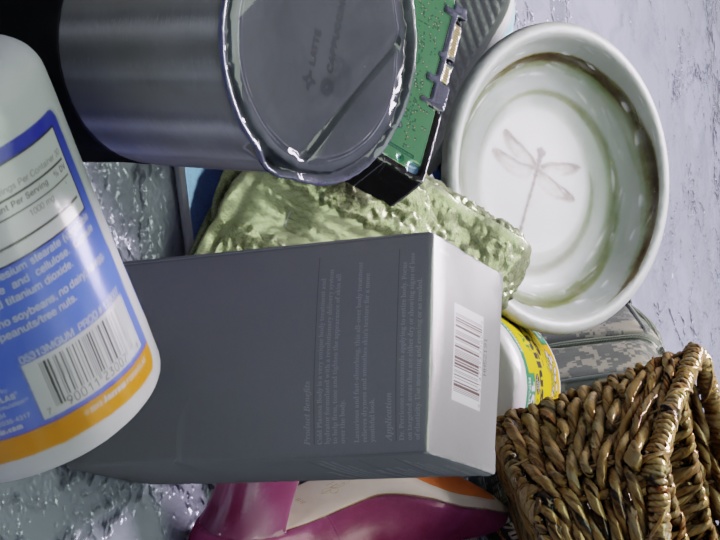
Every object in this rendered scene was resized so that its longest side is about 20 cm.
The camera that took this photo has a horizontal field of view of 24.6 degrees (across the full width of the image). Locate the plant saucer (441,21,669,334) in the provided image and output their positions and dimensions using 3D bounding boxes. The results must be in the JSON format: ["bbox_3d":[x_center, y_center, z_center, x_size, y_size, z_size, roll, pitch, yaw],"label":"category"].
[{"bbox_3d":[0.118,-0.059,1.078,0.199,0.050,0.201,0,89,-37],"label":"plant saucer"}]

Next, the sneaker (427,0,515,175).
[{"bbox_3d":[0.046,-0.106,1.091,0.200,0.074,0.082,-54,159,-6],"label":"sneaker"}]

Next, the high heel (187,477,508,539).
[{"bbox_3d":[-0.005,0.155,0.922,0.199,0.067,0.096,10,103,-40],"label":"high heel"}]

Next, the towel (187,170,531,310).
[{"bbox_3d":[0.000,0.000,0.938,0.199,0.036,0.149,30,75,-24],"label":"towel"}]

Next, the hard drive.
[{"bbox_3d":[-0.040,-0.140,0.905,0.199,0.038,0.140,28,55,-19],"label":"hard drive"}]

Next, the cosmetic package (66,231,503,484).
[{"bbox_3d":[-0.039,0.047,0.800,0.090,0.199,0.107,25,64,-58],"label":"cosmetic package"}]

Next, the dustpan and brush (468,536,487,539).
[{"bbox_3d":[0.082,0.198,1.159,0.200,0.057,0.140,49,5,-2],"label":"dustpan and brush"}]

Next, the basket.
[{"bbox_3d":[0.175,0.166,0.948,0.143,0.148,0.201,-115,-173,-68],"label":"basket"}]

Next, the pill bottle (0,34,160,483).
[{"bbox_3d":[-0.163,-0.025,0.658,0.112,0.111,0.201,-55,132,-53],"label":"pill bottle"}]

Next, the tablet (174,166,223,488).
[{"bbox_3d":[-0.037,0.018,0.945,0.129,0.014,0.201,-7,92,-28],"label":"tablet"}]

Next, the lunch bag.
[{"bbox_3d":[0.197,0.128,1.353,0.168,0.139,0.201,-77,153,-66],"label":"lunch bag"}]

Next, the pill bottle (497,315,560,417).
[{"bbox_3d":[0.072,0.078,1.092,0.200,0.112,0.114,15,71,-73],"label":"pill bottle"}]

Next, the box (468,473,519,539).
[{"bbox_3d":[0.138,0.203,1.155,0.159,0.046,0.200,55,4,-3],"label":"box"}]

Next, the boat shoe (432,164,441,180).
[{"bbox_3d":[0.091,-0.064,1.168,0.201,0.068,0.084,63,4,13],"label":"boat shoe"}]

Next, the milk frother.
[{"bbox_3d":[-0.104,-0.137,0.699,0.199,0.187,0.182,13,84,-48],"label":"milk frother"}]
